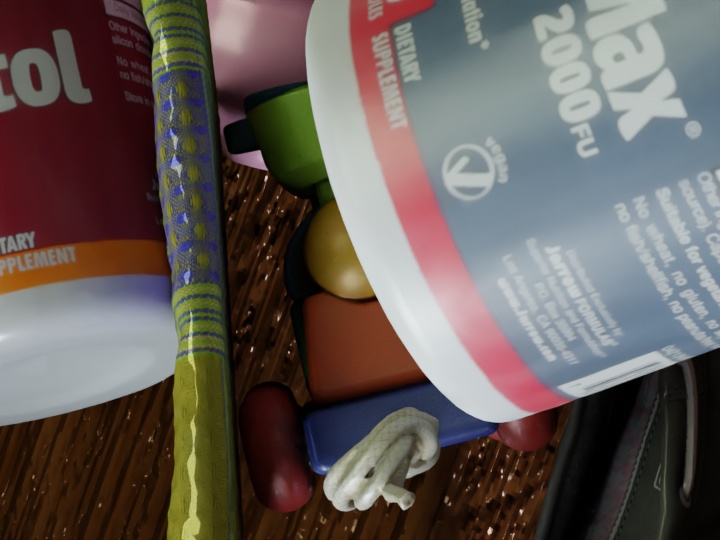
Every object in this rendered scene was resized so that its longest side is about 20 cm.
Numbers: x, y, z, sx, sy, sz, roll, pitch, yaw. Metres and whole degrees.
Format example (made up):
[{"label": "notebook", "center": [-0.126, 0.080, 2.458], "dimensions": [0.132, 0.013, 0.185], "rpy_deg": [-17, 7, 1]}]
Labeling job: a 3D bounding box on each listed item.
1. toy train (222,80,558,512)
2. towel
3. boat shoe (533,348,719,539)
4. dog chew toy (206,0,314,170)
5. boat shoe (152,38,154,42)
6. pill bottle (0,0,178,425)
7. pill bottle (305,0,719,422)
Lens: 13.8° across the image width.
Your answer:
[{"label": "toy train", "center": [0.000, 0.000, 0.793], "dimensions": [0.200, 0.084, 0.117], "rpy_deg": [138, 118, -88]}, {"label": "towel", "center": [-0.046, 0.020, 0.804], "dimensions": [0.144, 0.023, 0.201], "rpy_deg": [89, 177, -72]}, {"label": "boat shoe", "center": [0.063, 0.090, 0.798], "dimensions": [0.067, 0.057, 0.201], "rpy_deg": [23, 98, 52]}, {"label": "dog chew toy", "center": [-0.012, -0.130, 0.915], "dimensions": [0.124, 0.124, 0.201], "rpy_deg": [23, 107, 52]}, {"label": "boat shoe", "center": [-0.079, -0.157, 0.989], "dimensions": [0.065, 0.071, 0.201], "rpy_deg": [-88, -1, -61]}, {"label": "pill bottle", "center": [-0.120, -0.060, 0.933], "dimensions": [0.113, 0.112, 0.201], "rpy_deg": [-29, 69, 44]}, {"label": "pill bottle", "center": [0.099, -0.051, 0.704], "dimensions": [0.199, 0.120, 0.120], "rpy_deg": [-22, 60, 18]}]
